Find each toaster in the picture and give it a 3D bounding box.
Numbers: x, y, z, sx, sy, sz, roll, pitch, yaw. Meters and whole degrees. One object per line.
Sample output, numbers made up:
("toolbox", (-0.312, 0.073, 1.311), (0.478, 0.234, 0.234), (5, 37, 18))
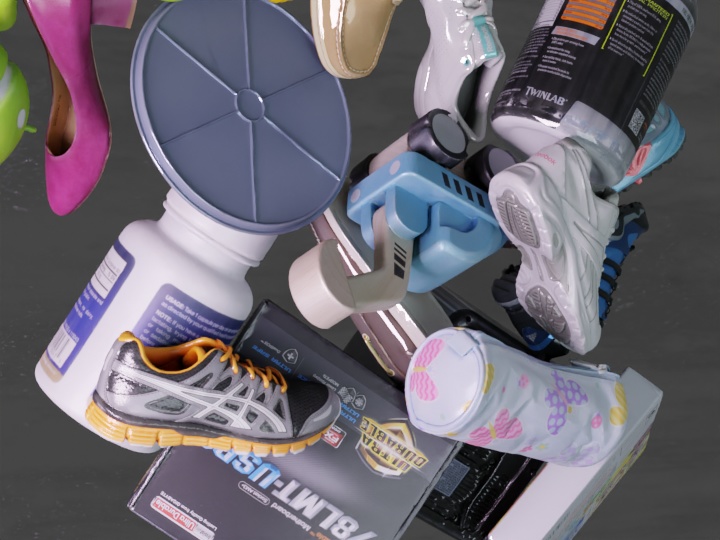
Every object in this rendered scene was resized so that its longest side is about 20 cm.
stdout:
("toaster", (0.068, 0.120, 1.474), (0.200, 0.119, 0.181), (32, 95, -33))

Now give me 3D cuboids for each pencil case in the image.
("pencil case", (0.127, 0.102, 1.348), (0.199, 0.083, 0.091), (15, 126, -42))

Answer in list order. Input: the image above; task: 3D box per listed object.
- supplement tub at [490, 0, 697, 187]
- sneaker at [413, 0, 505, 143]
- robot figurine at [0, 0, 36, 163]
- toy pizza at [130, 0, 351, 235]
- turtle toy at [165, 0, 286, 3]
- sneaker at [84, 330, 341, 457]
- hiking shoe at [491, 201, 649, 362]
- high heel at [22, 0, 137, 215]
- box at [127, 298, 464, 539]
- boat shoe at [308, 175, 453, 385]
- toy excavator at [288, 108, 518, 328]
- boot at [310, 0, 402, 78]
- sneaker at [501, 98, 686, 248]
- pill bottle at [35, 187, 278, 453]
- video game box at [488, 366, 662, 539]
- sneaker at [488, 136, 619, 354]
("supplement tub", (0.198, -0.179, 1.388), (0.122, 0.122, 0.201), (35, 76, -33))
("sneaker", (0.087, -0.200, 1.363), (0.075, 0.088, 0.201), (-12, 116, -19))
("robot figurine", (-0.312, -0.141, 1.177), (0.176, 0.115, 0.200), (-48, 124, -15))
("toy pizza", (-0.092, -0.121, 1.294), (0.199, 0.032, 0.202), (14, 66, -34))
("turtle toy", (-0.079, -0.258, 1.229), (0.199, 0.101, 0.146), (-20, 107, 27))
("sneaker", (-0.103, 0.090, 1.264), (0.199, 0.078, 0.078), (4, 106, -29))
("hiking shoe", (0.191, 0.008, 1.481), (0.200, 0.074, 0.087), (-34, 103, -38))
("high heel", (-0.229, -0.134, 1.240), (0.096, 0.067, 0.201), (0, 113, -36))
("box", (-0.051, 0.159, 1.357), (0.199, 0.050, 0.199), (35, 87, -4))
("boat shoe", (0.000, 0.000, 1.376), (0.059, 0.201, 0.072), (-40, 169, 30))
("toy excavator", (0.035, -0.024, 1.310), (0.194, 0.201, 0.100), (27, 137, -32))
("boot", (0.046, -0.231, 1.282), (0.073, 0.155, 0.201), (1, 107, -49))
("sneaker", (0.183, -0.098, 1.477), (0.200, 0.079, 0.096), (-37, 105, -12))
("pill bottle", (-0.154, 0.029, 1.326), (0.119, 0.120, 0.201), (31, 97, -33))
("video game box", (0.191, 0.198, 1.535), (0.200, 0.047, 0.182), (-48, 161, -14))
("sneaker", (0.173, -0.019, 1.342), (0.099, 0.078, 0.201), (-38, 135, -20))
